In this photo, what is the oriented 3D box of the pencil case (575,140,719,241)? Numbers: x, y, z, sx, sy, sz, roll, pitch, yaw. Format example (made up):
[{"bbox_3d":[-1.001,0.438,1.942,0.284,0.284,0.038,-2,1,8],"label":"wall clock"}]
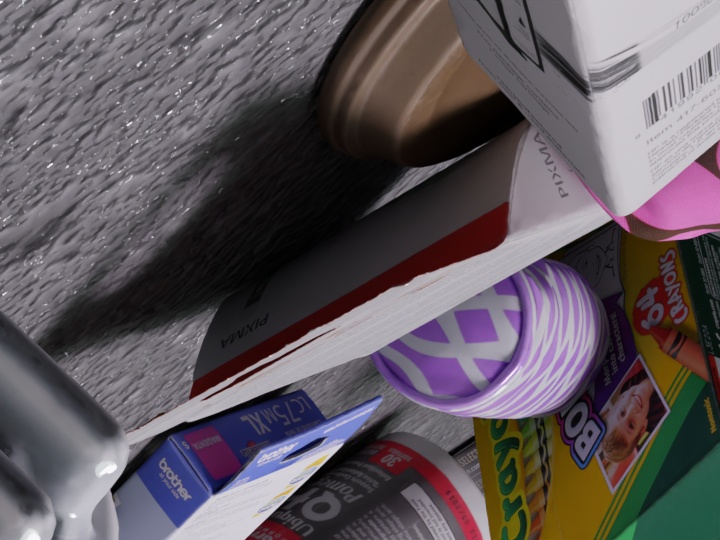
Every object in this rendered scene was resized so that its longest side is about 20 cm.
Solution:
[{"bbox_3d":[0.159,-0.053,0.804,0.199,0.094,0.091,-2,-134,50],"label":"pencil case"}]

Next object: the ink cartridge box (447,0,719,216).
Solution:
[{"bbox_3d":[0.092,-0.119,0.662,0.146,0.084,0.200,-39,158,-5],"label":"ink cartridge box"}]

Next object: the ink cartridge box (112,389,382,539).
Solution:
[{"bbox_3d":[-0.087,0.119,1.139,0.200,0.042,0.119,-43,167,28],"label":"ink cartridge box"}]

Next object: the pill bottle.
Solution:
[{"bbox_3d":[-0.025,0.182,1.369,0.200,0.111,0.111,-31,165,-33],"label":"pill bottle"}]

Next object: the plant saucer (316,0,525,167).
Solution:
[{"bbox_3d":[0.070,-0.102,0.847,0.200,0.030,0.200,-38,167,-10],"label":"plant saucer"}]

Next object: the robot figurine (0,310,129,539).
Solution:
[{"bbox_3d":[-0.147,0.098,0.725,0.200,0.113,0.170,-49,174,37],"label":"robot figurine"}]

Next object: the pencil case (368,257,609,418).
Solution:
[{"bbox_3d":[0.059,0.024,1.118,0.084,0.085,0.200,-50,166,5],"label":"pencil case"}]

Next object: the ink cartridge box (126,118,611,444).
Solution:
[{"bbox_3d":[0.000,0.000,0.885,0.161,0.050,0.200,-30,172,32],"label":"ink cartridge box"}]

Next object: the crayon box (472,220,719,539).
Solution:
[{"bbox_3d":[0.129,0.062,1.223,0.058,0.201,0.173,21,130,-27],"label":"crayon box"}]

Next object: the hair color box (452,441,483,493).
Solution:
[{"bbox_3d":[0.038,0.202,1.726,0.111,0.064,0.200,-29,163,-35],"label":"hair color box"}]
